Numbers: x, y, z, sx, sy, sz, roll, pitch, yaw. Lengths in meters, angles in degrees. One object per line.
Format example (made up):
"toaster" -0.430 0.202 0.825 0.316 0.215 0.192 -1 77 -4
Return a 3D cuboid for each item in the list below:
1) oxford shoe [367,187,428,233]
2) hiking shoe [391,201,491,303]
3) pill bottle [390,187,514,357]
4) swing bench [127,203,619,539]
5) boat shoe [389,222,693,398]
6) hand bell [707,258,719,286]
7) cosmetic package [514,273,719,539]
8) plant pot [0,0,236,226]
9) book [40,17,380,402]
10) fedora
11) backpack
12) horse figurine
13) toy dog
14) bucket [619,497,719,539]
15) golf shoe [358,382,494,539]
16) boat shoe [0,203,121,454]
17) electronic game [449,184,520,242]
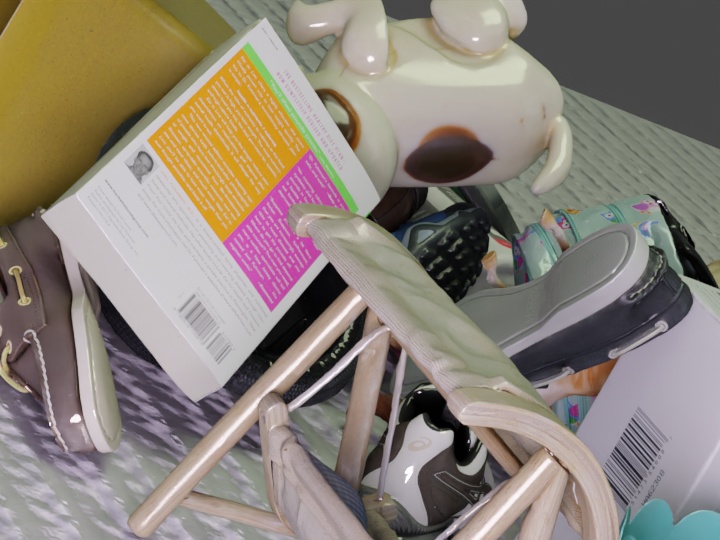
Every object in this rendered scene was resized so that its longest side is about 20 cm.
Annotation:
"oxford shoe" -0.062 -0.046 1.735 0.200 0.073 0.084 -1 32 26
"hiking shoe" 0.000 0.000 1.647 0.087 0.075 0.200 33 47 31
"pill bottle" 0.033 -0.011 1.803 0.111 0.111 0.200 15 21 -41
"swing bench" 0.014 0.105 1.229 0.130 0.200 0.199 19 18 -33
"boat shoe" 0.102 0.041 1.495 0.060 0.200 0.076 41 47 -24
"hand bell" 0.206 0.029 2.081 0.200 0.104 0.104 7 23 -23
"cosmetic package" 0.232 0.135 1.514 0.200 0.200 0.123 20 18 -30
"plant pot" -0.169 -0.107 1.611 0.176 0.200 0.200 28 15 -21
"book" -0.076 -0.036 1.456 0.134 0.048 0.200 53 42 -11
"fedora" -0.091 0.003 1.522 0.200 0.092 0.201 22 52 -31
"backpack" 0.166 0.053 1.665 0.126 0.200 0.167 -14 26 -12
"horse figurine" 0.090 0.054 1.577 0.133 0.200 0.050 51 23 -15
"toy dog" 0.017 -0.090 1.649 0.200 0.140 0.194 -24 67 -28
"bucket" 0.184 0.223 1.269 0.207 0.135 0.207 26 15 -7
"golf shoe" 0.050 0.108 1.487 0.078 0.095 0.200 29 13 7
"boat shoe" -0.170 0.034 1.399 0.059 0.072 0.200 -14 38 -3
"electronic game" 0.071 -0.039 1.914 0.200 0.042 0.200 57 -11 16
